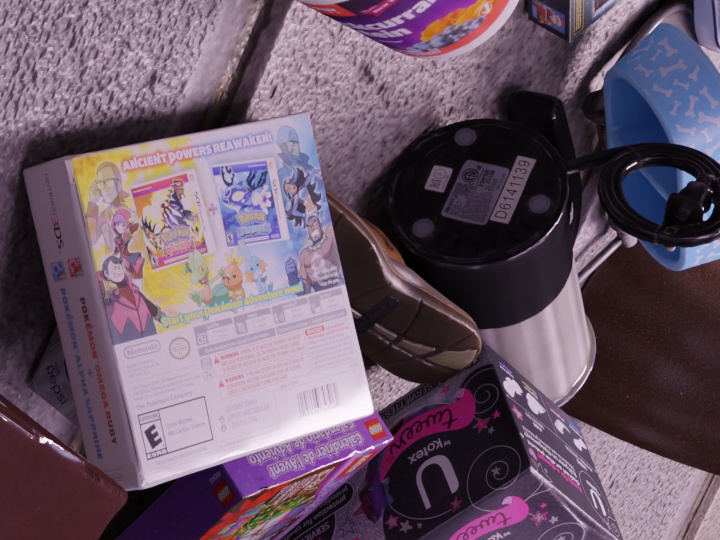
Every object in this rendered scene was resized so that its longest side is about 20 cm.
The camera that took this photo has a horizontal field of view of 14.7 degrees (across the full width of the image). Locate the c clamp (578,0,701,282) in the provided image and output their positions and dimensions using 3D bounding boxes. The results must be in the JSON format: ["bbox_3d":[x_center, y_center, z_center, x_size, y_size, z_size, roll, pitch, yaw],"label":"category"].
[{"bbox_3d":[0.195,-0.090,1.976,0.171,0.027,0.200,-43,147,-24],"label":"c clamp"}]

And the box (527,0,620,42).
[{"bbox_3d":[0.162,-0.259,1.755,0.137,0.038,0.200,-39,146,-28],"label":"box"}]

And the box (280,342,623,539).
[{"bbox_3d":[0.047,0.165,1.810,0.200,0.115,0.132,-35,136,15],"label":"box"}]

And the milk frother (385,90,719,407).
[{"bbox_3d":[0.138,0.000,1.814,0.181,0.200,0.188,-48,150,-21],"label":"milk frother"}]

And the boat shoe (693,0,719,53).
[{"bbox_3d":[0.274,-0.191,1.927,0.072,0.066,0.200,-61,163,-10],"label":"boat shoe"}]

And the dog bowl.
[{"bbox_3d":[0.210,-0.077,1.883,0.050,0.112,0.200,-28,145,-13],"label":"dog bowl"}]

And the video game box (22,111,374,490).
[{"bbox_3d":[-0.087,0.014,1.560,0.200,0.047,0.183,-14,95,-49],"label":"video game box"}]

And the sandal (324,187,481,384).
[{"bbox_3d":[0.000,0.000,1.723,0.082,0.055,0.200,-37,129,26],"label":"sandal"}]

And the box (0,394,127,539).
[{"bbox_3d":[-0.261,0.127,1.394,0.200,0.164,0.166,-53,149,-6],"label":"box"}]

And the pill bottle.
[{"bbox_3d":[0.002,-0.190,1.519,0.112,0.111,0.200,-60,149,7],"label":"pill bottle"}]

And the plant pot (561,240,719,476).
[{"bbox_3d":[0.279,0.080,2.092,0.187,0.200,0.187,-36,145,-30],"label":"plant pot"}]

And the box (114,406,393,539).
[{"bbox_3d":[-0.086,0.154,1.714,0.137,0.039,0.200,-19,161,-46],"label":"box"}]

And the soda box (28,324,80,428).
[{"bbox_3d":[-0.101,0.058,1.654,0.200,0.068,0.064,1,119,-55],"label":"soda box"}]
